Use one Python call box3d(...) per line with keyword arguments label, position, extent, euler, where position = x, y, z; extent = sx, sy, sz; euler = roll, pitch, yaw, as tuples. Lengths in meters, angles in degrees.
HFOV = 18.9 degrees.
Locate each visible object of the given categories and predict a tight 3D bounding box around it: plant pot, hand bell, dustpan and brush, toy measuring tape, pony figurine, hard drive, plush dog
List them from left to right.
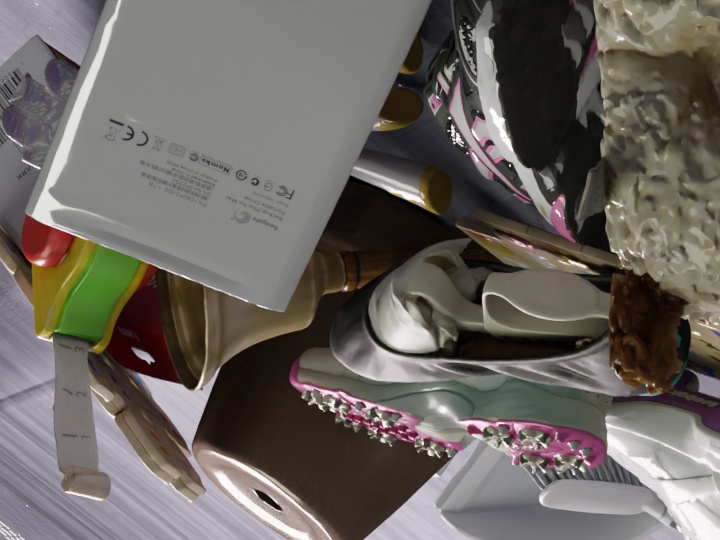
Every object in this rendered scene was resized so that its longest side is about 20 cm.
box3d(label="toy measuring tape", position=(-0.133, 0.015, 1.097), extent=(0.073, 0.201, 0.074), euler=(-6, 146, -4))
box3d(label="pony figurine", position=(-0.070, -0.096, 1.079), extent=(0.199, 0.167, 0.193), euler=(6, 158, 30))
box3d(label="hard drive", position=(-0.057, -0.087, 0.975), extent=(0.131, 0.200, 0.026), euler=(21, -152, -9))
box3d(label="plant pot", position=(-0.008, 0.069, 1.300), extent=(0.200, 0.175, 0.200), euler=(32, 160, 13))
box3d(label="hand bell", position=(0.000, 0.000, 1.145), extent=(0.199, 0.105, 0.104), euler=(-6, 180, -18))
box3d(label="dustpan and brush", position=(0.163, 0.134, 1.302), extent=(0.199, 0.140, 0.057), euler=(11, -140, -30))
box3d(label="plush dog", position=(0.180, -0.032, 0.795), extent=(0.171, 0.161, 0.200), euler=(-2, 149, 19))

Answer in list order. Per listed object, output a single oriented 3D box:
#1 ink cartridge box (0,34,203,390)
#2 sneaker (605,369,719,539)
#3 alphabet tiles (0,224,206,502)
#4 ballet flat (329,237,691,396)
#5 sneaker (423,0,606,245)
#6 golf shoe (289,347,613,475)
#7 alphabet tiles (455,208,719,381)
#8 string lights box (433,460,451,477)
box3d(label="ink cartridge box", position=(-0.138, -0.027, 1.270), extent=(0.176, 0.084, 0.200), euler=(52, -176, 12))
box3d(label="sneaker", position=(0.170, 0.107, 1.141), extent=(0.200, 0.075, 0.100), euler=(22, 122, 59))
box3d(label="alphabet tiles", position=(-0.156, 0.043, 1.224), extent=(0.200, 0.015, 0.196), euler=(52, 179, 20))
box3d(label="ballet flat", position=(0.062, 0.017, 1.039), extent=(0.199, 0.068, 0.068), euler=(1, 149, 31))
box3d(label="sneaker", position=(0.061, -0.082, 0.954), extent=(0.086, 0.080, 0.200), euler=(28, 159, 27))
box3d(label="golf shoe", position=(0.053, 0.052, 1.165), extent=(0.199, 0.092, 0.075), euler=(7, 160, 35))
box3d(label="alphabet tiles", position=(0.143, 0.022, 1.099), extent=(0.166, 0.006, 0.200), euler=(21, 171, 39))
box3d(label="string lights box", position=(-0.022, 0.065, 1.496), extent=(0.200, 0.059, 0.103), euler=(38, 162, -8))
